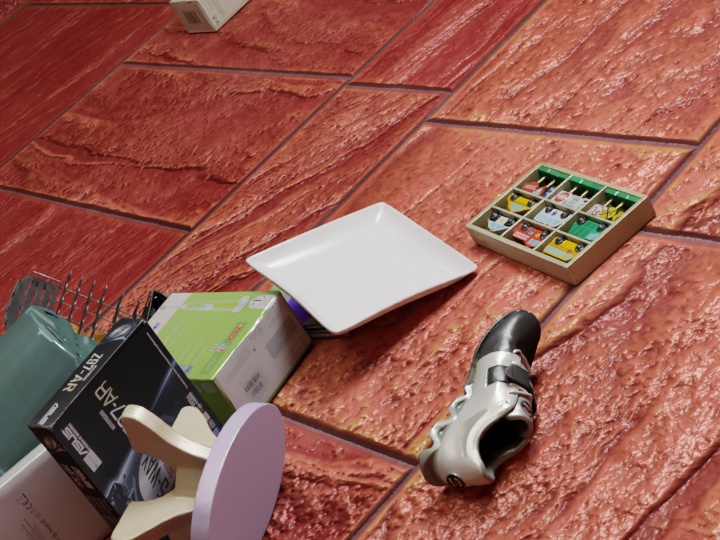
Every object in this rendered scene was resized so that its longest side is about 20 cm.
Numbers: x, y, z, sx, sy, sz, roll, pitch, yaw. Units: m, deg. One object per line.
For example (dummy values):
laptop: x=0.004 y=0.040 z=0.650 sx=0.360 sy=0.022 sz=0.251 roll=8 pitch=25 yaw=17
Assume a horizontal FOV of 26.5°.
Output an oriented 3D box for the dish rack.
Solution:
dish rack: x=-0.343 y=0.063 z=1.921 sx=0.154 sy=0.199 sz=0.055 roll=-89 pitch=24 yaw=-56

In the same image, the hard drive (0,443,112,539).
hard drive: x=-0.316 y=0.243 z=1.656 sx=0.200 sy=0.132 sz=0.027 roll=-40 pitch=30 yaw=-14

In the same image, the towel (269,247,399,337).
towel: x=-0.046 y=0.025 z=1.840 sx=0.199 sy=0.023 sz=0.144 roll=-3 pitch=41 yaw=41

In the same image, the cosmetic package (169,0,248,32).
cosmetic package: x=-0.247 y=-0.530 z=2.835 sx=0.200 sy=0.073 sz=0.103 roll=-46 pitch=31 yaw=-24

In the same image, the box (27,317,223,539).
box: x=-0.234 y=0.176 z=1.608 sx=0.043 sy=0.201 sz=0.160 roll=0 pitch=41 yaw=45

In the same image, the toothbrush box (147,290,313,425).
toothbrush box: x=-0.178 y=0.103 z=1.785 sx=0.199 sy=0.086 sz=0.146 roll=-1 pitch=41 yaw=42

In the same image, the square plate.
square plate: x=0.000 y=0.000 z=1.753 sx=0.197 sy=0.029 sz=0.200 roll=-23 pitch=36 yaw=-25

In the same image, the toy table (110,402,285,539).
toy table: x=-0.162 y=0.212 z=1.527 sx=0.116 sy=0.185 sz=0.200 roll=2 pitch=28 yaw=22

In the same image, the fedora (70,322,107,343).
fedora: x=-0.397 y=0.124 z=1.968 sx=0.199 sy=0.082 sz=0.201 roll=-25 pitch=29 yaw=15

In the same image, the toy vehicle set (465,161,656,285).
toy vehicle set: x=0.219 y=-0.056 z=1.699 sx=0.124 sy=0.027 sz=0.200 roll=-40 pitch=30 yaw=-14

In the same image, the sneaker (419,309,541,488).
sneaker: x=0.141 y=0.126 z=1.458 sx=0.088 sy=0.074 sz=0.201 roll=2 pitch=53 yaw=46

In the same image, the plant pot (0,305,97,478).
plant pot: x=-0.372 y=0.160 z=1.718 sx=0.197 sy=0.200 sz=0.200 roll=-51 pitch=30 yaw=1
